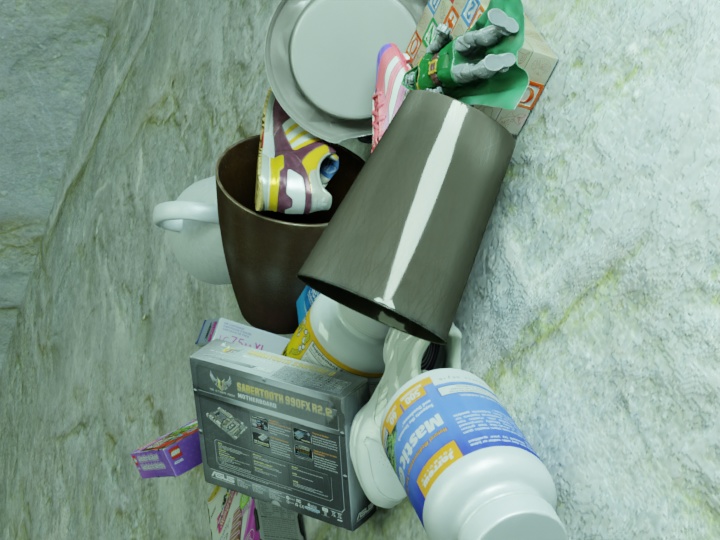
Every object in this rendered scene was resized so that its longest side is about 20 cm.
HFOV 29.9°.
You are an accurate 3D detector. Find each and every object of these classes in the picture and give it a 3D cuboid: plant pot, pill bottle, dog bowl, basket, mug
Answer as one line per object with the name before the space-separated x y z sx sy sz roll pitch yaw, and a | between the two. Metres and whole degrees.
plant pot | -0.086 -0.029 1.594 0.187 0.187 0.200 -107 21 -50
pill bottle | -0.017 0.085 1.419 0.113 0.113 0.200 -99 31 -42
dog bowl | -0.005 -0.239 1.476 0.059 0.200 0.200 -104 31 -76
pill bottle | 0.094 0.175 1.115 0.200 0.112 0.112 -122 49 -60
basket | 0.052 -0.052 1.241 0.180 0.136 0.200 17 79 56
mug | -0.171 -0.061 1.746 0.175 0.200 0.148 -5 78 59

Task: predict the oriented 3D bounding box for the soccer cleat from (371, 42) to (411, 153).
soccer cleat | 0.037 -0.136 1.386 0.067 0.076 0.200 57 -161 -82

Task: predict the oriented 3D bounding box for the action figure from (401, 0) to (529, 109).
action figure | 0.089 -0.192 1.256 0.200 0.055 0.118 168 110 -68

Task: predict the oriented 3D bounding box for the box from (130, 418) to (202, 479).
box | -0.165 0.187 1.616 0.039 0.200 0.137 64 153 -2

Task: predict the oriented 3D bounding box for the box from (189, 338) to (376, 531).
box | -0.081 0.168 1.400 0.200 0.048 0.159 11 117 32

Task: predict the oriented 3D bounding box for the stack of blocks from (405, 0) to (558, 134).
stack of blocks | 0.116 -0.214 1.343 0.115 0.059 0.200 -64 26 28

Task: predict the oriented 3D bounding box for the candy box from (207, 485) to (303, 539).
candy box | -0.127 0.314 1.615 0.200 0.061 0.136 -105 35 -49

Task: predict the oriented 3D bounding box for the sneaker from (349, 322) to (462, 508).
sneaker | 0.047 0.134 1.293 0.100 0.075 0.200 17 94 65

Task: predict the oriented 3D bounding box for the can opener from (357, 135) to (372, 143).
can opener | 0.024 -0.251 1.598 0.053 0.067 0.200 159 108 -64

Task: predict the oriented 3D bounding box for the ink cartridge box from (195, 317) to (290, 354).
ink cartridge box | -0.133 0.092 1.642 0.200 0.119 0.042 159 129 -76

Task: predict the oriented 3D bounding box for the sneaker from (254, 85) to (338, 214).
sneaker | -0.069 -0.133 1.513 0.075 0.090 0.200 102 173 -46

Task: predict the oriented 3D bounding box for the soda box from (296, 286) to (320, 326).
soda box | 0.000 0.000 1.482 0.200 0.068 0.064 -57 30 38
